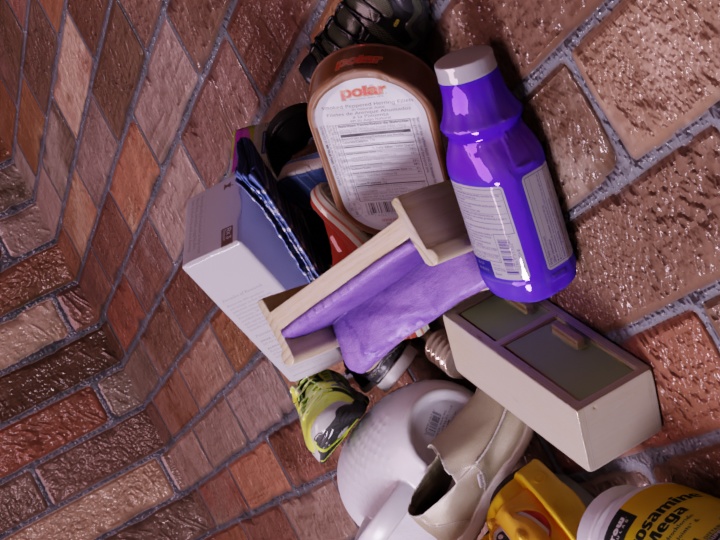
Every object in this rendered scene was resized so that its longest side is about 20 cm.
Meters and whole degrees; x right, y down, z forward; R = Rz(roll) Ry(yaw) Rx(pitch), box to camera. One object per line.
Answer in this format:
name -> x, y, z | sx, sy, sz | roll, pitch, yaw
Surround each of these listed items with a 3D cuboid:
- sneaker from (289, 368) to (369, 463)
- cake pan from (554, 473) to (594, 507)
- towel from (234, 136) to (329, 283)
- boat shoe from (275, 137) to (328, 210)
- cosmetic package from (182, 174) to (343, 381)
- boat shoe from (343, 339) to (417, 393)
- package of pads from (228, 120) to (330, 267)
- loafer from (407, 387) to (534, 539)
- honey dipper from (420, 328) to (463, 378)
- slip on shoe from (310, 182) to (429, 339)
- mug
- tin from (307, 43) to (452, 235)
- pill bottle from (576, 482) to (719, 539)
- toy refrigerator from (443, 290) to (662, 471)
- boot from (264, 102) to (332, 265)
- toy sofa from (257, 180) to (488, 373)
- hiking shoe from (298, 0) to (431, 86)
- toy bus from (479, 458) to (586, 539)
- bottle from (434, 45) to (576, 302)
sneaker -> -0.041, 0.141, 1.645 | 0.076, 0.075, 0.200 | 41, 180, 0
cake pan -> 0.207, 0.277, 1.527 | 0.200, 0.037, 0.200 | 52, 159, 30
towel -> -0.064, -0.030, 1.542 | 0.200, 0.024, 0.145 | 59, -176, -17
boat shoe -> 0.003, -0.109, 1.465 | 0.200, 0.073, 0.072 | -5, 142, 44
cosmetic package -> -0.092, 0.010, 1.599 | 0.200, 0.074, 0.102 | 49, -154, -37
boat shoe -> 0.011, 0.087, 1.685 | 0.060, 0.074, 0.200 | 39, 178, -3
package of pads -> -0.086, -0.047, 1.742 | 0.155, 0.068, 0.200 | -92, -13, -61
loafer -> 0.102, 0.162, 1.470 | 0.200, 0.068, 0.076 | -70, 23, 13
honey dipper -> 0.057, 0.057, 1.640 | 0.200, 0.038, 0.038 | 37, 149, 59
slip on shoe -> 0.000, 0.000, 1.484 | 0.200, 0.061, 0.074 | 58, -176, -41
mug -> 0.052, 0.203, 1.601 | 0.147, 0.200, 0.175 | 35, 154, 2
tin -> 0.022, -0.104, 1.357 | 0.200, 0.112, 0.042 | 71, -163, -45
pill bottle -> 0.249, 0.224, 1.221 | 0.200, 0.112, 0.113 | 12, 127, 67
toy refrigerator -> 0.155, 0.079, 1.337 | 0.200, 0.076, 0.070 | 37, 149, 54
boot -> -0.010, -0.053, 1.586 | 0.158, 0.079, 0.211 | 51, 170, 50
toy sofa -> 0.015, 0.017, 1.369 | 0.200, 0.083, 0.098 | -36, 79, 38
hiking shoe -> 0.000, -0.187, 1.344 | 0.076, 0.101, 0.200 | 48, 157, 36
toy bus -> 0.117, 0.287, 1.424 | 0.136, 0.192, 0.200 | 53, 158, 32
bottle -> 0.108, -0.075, 1.261 | 0.083, 0.065, 0.200 | 16, 131, 57
